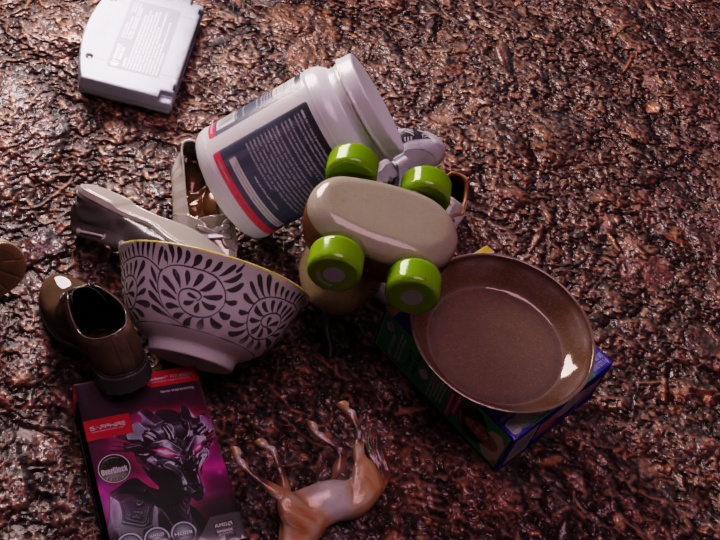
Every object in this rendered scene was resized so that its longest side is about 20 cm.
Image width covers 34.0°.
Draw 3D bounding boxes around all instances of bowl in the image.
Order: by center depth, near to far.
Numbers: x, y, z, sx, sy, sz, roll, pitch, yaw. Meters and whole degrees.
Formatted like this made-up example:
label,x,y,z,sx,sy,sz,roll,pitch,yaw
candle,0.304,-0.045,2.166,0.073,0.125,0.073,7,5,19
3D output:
label,x,y,z,sx,sy,sz,roll,pitch,yaw
bowl,-0.159,0.048,1.185,0.201,0.201,0.094,15,76,-4

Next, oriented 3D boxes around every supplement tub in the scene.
label,x,y,z,sx,sy,sz,roll,pitch,yaw
supplement tub,-0.067,-0.137,1.305,0.200,0.140,0.140,-28,56,11

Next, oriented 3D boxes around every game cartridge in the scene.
label,x,y,z,sx,sy,sz,roll,pitch,yaw
game cartridge,-0.283,-0.285,1.495,0.133,0.040,0.200,16,49,-8

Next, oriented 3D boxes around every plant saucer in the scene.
label,x,y,z,sx,sy,sz,roll,pitch,yaw
plant saucer,0.144,0.070,1.230,0.200,0.037,0.201,8,51,-10

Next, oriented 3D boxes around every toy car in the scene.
label,x,y,z,sx,sy,sz,roll,pitch,yaw
toy car,0.000,0.000,1.237,0.158,0.200,0.164,17,48,-8

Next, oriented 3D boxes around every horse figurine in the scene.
label,x,y,z,sx,sy,sz,roll,pitch,yaw
horse figurine,-0.039,0.209,1.149,0.200,0.050,0.133,-18,71,-36

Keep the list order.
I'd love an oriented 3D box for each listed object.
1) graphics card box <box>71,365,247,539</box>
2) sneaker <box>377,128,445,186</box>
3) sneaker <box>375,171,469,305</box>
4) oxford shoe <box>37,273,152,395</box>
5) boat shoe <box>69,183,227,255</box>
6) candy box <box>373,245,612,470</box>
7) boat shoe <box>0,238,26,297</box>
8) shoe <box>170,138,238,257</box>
label,x,y,z,sx,sy,sz,roll,pitch,yaw
graphics card box,-0.195,0.190,1.122,0.125,0.051,0.200,-7,55,-22
sneaker,0.022,-0.099,1.411,0.200,0.075,0.115,-12,57,-19
sneaker,0.070,-0.045,1.373,0.073,0.085,0.200,28,51,4
oxford shoe,-0.269,0.039,1.173,0.073,0.084,0.200,-28,37,-27
boat shoe,-0.229,-0.030,1.274,0.200,0.057,0.067,27,15,17
candy box,0.143,0.089,1.288,0.169,0.077,0.200,-31,65,-33
boat shoe,-0.434,0.028,1.179,0.200,0.071,0.065,-28,29,-25
shoe,-0.180,-0.064,1.331,0.070,0.053,0.200,-4,53,-20
